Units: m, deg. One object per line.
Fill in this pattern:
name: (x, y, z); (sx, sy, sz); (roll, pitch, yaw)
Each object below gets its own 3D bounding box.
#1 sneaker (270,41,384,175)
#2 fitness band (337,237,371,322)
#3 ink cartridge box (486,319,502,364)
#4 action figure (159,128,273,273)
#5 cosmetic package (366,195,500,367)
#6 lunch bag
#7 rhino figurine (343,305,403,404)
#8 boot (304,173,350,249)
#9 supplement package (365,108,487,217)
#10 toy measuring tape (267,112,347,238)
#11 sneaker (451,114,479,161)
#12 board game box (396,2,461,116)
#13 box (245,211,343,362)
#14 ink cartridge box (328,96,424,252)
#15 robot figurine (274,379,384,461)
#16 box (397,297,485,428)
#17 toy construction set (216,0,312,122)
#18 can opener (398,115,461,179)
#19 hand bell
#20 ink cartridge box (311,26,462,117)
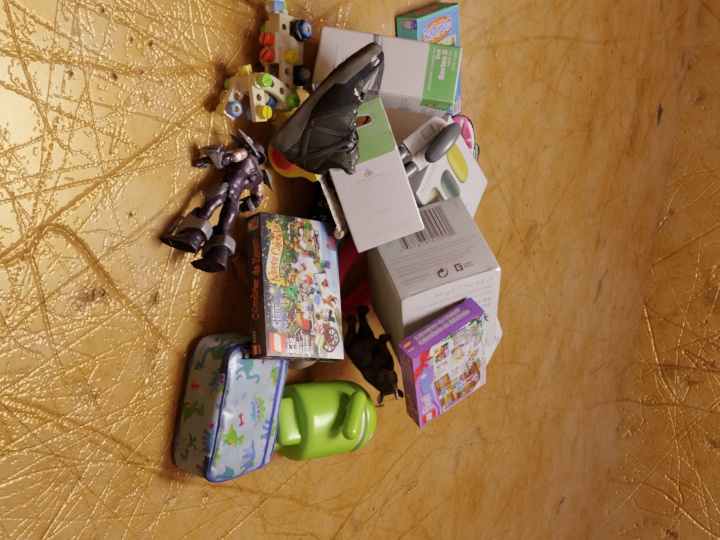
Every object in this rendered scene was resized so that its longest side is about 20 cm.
sneaker: (-0.019, -0.206, 1.245); (0.199, 0.114, 0.076); (-46, -168, 18)
fitness band: (0.000, 0.000, 1.543); (0.200, 0.037, 0.144); (-43, 146, -44)
ink cartridge box: (0.137, 0.085, 1.661); (0.083, 0.199, 0.147); (-59, 143, -28)
action figure: (-0.179, -0.100, 1.231); (0.130, 0.069, 0.201); (53, 52, -42)
cosmetic package: (0.111, 0.024, 1.469); (0.164, 0.165, 0.201); (-17, 141, -9)
lunch bag: (-0.176, 0.189, 1.315); (0.161, 0.082, 0.201); (6, 96, -61)
rhino figurine: (0.024, 0.144, 1.481); (0.059, 0.200, 0.088); (-9, 123, -19)
boot: (-0.060, -0.103, 1.410); (0.154, 0.073, 0.204); (-57, 141, -25)
supplement package: (0.094, -0.149, 1.562); (0.200, 0.150, 0.152); (48, 61, -52)
toy measuring tape: (-0.083, -0.135, 1.336); (0.074, 0.073, 0.201); (-35, 108, -47)
sneaker: (0.183, -0.228, 1.738); (0.200, 0.073, 0.088); (84, 24, -54)
board game box: (0.124, -0.358, 1.640); (0.152, 0.045, 0.201); (-34, 128, -48)
box: (-0.091, 0.026, 1.306); (0.136, 0.038, 0.201); (7, 73, -41)
ink cartridge box: (0.011, -0.138, 1.338); (0.059, 0.103, 0.201); (-103, 174, -76)
robot figurine: (-0.060, 0.231, 1.450); (0.199, 0.175, 0.116); (-1, 69, -39)
box: (0.128, 0.144, 1.425); (0.136, 0.039, 0.200); (-32, 144, -17)
toy construction set: (-0.121, -0.293, 1.241); (0.131, 0.092, 0.201); (1, 104, -50)
can opener: (0.068, -0.161, 1.399); (0.200, 0.067, 0.053); (-41, 103, -15)
hand bell: (-0.129, 0.044, 1.360); (0.200, 0.104, 0.104); (52, 56, -35)
ink cartridge box: (0.035, -0.284, 1.340); (0.146, 0.199, 0.085); (-131, -130, -87)
